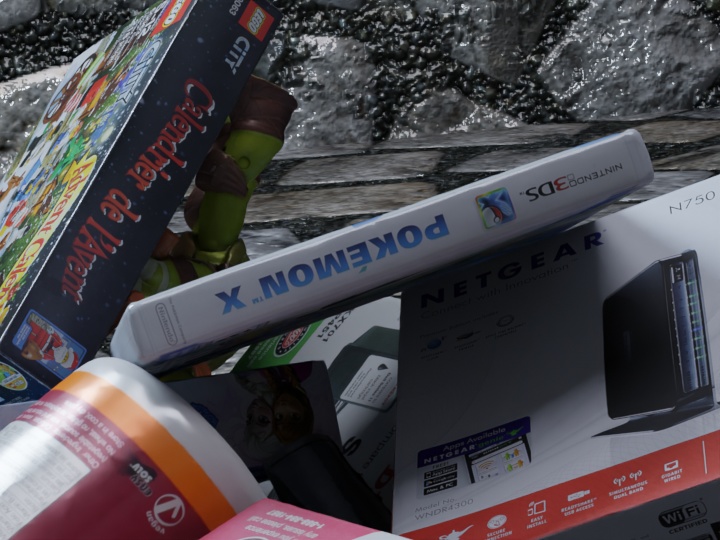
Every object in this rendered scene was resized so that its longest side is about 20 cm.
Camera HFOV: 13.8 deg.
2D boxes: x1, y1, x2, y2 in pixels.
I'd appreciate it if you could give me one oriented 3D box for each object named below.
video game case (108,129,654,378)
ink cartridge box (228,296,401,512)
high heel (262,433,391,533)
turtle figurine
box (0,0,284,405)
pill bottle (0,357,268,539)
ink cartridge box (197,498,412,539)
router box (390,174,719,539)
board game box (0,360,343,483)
[{"bbox_3d":[0.000,0.000,1.063,0.181,0.022,0.200,-19,-3,-8],"label":"video game case"},{"bbox_3d":[0.005,0.091,1.207,0.147,0.083,0.200,-52,26,-13],"label":"ink cartridge box"},{"bbox_3d":[-0.052,0.159,1.048,0.200,0.071,0.143,-39,45,-3],"label":"high heel"},{"bbox_3d":[-0.067,-0.001,1.259,0.064,0.162,0.200,13,-21,5],"label":"turtle figurine"},{"bbox_3d":[-0.118,-0.022,1.214,0.136,0.038,0.201,-26,32,55],"label":"box"},{"bbox_3d":[-0.125,0.128,0.972,0.200,0.110,0.109,-40,23,-20],"label":"pill bottle"},{"bbox_3d":[-0.056,0.158,0.864,0.200,0.083,0.146,-32,21,-26],"label":"ink cartridge box"},{"bbox_3d":[0.110,0.041,1.013,0.199,0.049,0.180,-21,29,14],"label":"router box"},{"bbox_3d":[-0.143,0.084,1.142,0.199,0.041,0.199,-7,-9,-37],"label":"board game box"}]
